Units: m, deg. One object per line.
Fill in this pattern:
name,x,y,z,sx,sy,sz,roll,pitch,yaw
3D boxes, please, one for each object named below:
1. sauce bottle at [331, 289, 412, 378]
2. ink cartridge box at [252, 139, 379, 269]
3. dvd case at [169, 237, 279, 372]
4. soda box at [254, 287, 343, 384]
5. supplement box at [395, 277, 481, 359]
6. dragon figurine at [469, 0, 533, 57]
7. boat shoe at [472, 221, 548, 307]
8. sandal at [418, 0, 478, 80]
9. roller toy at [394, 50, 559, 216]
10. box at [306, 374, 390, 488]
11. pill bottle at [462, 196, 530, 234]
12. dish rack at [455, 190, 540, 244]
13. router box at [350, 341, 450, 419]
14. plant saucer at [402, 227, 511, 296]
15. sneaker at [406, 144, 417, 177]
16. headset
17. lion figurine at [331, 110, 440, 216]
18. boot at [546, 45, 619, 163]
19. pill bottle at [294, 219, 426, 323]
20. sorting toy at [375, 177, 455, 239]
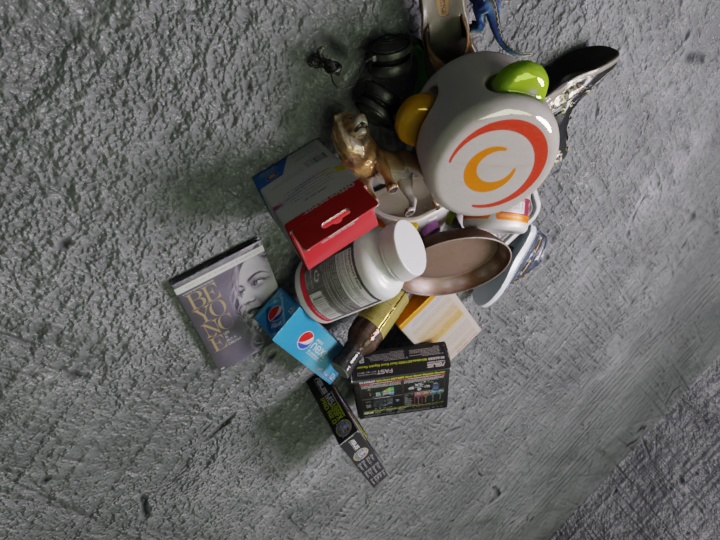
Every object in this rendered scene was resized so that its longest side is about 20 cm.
sauce bottle,0.019,0.096,0.934,0.201,0.063,0.066,-50,140,-26
ink cartridge box,-0.056,-0.084,0.705,0.114,0.201,0.068,-31,134,-8
dvd case,-0.195,0.061,0.844,0.145,0.016,0.205,-27,132,-15
soda box,-0.092,0.116,0.903,0.068,0.064,0.201,-47,141,-7
supplement box,0.146,0.095,1.058,0.126,0.074,0.200,-42,133,1
dragon figurine,0.163,-0.373,0.693,0.057,0.205,0.100,-27,171,-7
boat shoe,0.319,-0.001,1.107,0.089,0.071,0.204,23,105,-37
sandal,0.122,-0.302,0.701,0.078,0.056,0.204,-11,133,9
roller toy,0.158,-0.182,0.710,0.194,0.144,0.183,-24,138,17
box,-0.022,0.312,1.038,0.044,0.161,0.203,-33,133,-7
pill bottle,0.224,-0.168,0.855,0.106,0.108,0.209,4,91,-35
dish rack,0.251,-0.126,0.994,0.171,0.044,0.201,-42,134,-3
router box,0.078,0.220,1.048,0.191,0.064,0.153,-8,138,0
plant saucer,0.151,-0.016,0.879,0.191,0.036,0.202,-6,154,-3
sneaker,0.143,-0.222,0.806,0.203,0.090,0.077,-56,165,15
headset,0.022,-0.268,0.735,0.196,0.093,0.128,-10,122,-47
lion figurine,0.041,-0.149,0.757,0.072,0.126,0.196,-36,154,29
boot,0.364,-0.286,0.940,0.199,0.074,0.156,-31,136,-6
pill bottle,0.000,0.000,0.804,0.196,0.115,0.109,-23,145,36
sorting toy,0.094,-0.073,0.908,0.195,0.108,0.182,-26,151,-16
